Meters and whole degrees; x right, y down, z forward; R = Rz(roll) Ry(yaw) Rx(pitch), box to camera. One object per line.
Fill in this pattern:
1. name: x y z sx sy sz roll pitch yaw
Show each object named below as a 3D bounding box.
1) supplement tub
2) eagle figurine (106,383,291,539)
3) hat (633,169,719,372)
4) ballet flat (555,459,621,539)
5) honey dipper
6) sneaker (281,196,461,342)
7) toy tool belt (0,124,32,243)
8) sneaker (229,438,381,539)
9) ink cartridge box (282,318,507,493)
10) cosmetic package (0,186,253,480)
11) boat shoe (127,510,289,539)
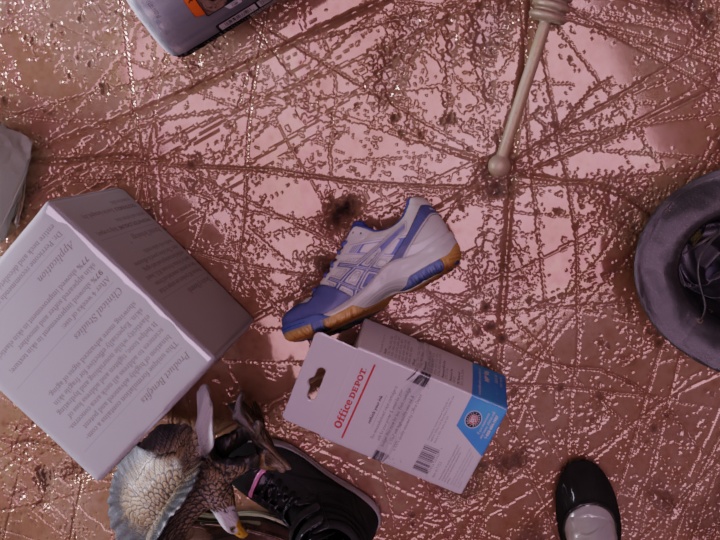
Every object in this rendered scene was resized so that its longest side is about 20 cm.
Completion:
1. supplement tub: -0.117 -0.295 0.714 0.199 0.123 0.123 -29 97 8
2. eagle figurine: -0.166 0.218 0.757 0.199 0.152 0.151 -33 77 -8
3. hat: 0.359 0.003 0.761 0.199 0.081 0.203 0 92 6
4. ballet flat: 0.245 0.303 0.824 0.067 0.068 0.202 -5 99 5
5. honey dipper: 0.165 -0.188 0.762 0.038 0.038 0.202 15 103 1
6. sneaker: 0.000 0.000 0.794 0.199 0.075 0.089 -29 80 6
7. toy tool belt: -0.416 -0.067 0.788 0.122 0.125 0.201 29 98 30
8. sneaker: -0.071 0.243 0.817 0.199 0.099 0.071 28 102 0
9. ink cartridge box: 0.034 0.129 0.795 0.199 0.068 0.117 23 114 -1
10. cosmetic package: -0.243 0.052 0.760 0.200 0.166 0.167 45 100 -4
11. boat shoe: -0.154 0.302 0.844 0.200 0.075 0.075 7 100 2
